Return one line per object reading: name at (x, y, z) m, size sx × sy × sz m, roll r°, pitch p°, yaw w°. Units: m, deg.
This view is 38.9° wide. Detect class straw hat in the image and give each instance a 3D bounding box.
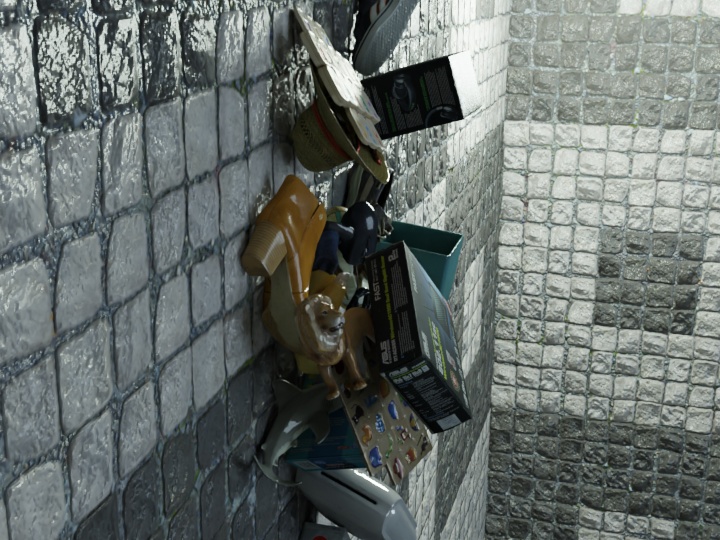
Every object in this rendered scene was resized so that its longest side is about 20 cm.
straw hat at (-0.045, -0.170, 1.297) m, size 0.202 × 0.085 × 0.202 m, roll 56°, pitch 15°, yaw -22°

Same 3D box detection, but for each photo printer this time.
photo printer at (-0.006, 0.339, 1.485) m, size 0.070 × 0.165 × 0.200 m, roll -57°, pitch 156°, yaw -18°

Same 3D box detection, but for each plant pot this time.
plant pot at (0.089, 0.035, 1.806) m, size 0.141 × 0.140 × 0.202 m, roll -47°, pitch 147°, yaw -66°

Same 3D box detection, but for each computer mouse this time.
computer mouse at (0.000, 0.000, 1.444) m, size 0.058 × 0.034 × 0.202 m, roll -18°, pitch 119°, yaw -36°

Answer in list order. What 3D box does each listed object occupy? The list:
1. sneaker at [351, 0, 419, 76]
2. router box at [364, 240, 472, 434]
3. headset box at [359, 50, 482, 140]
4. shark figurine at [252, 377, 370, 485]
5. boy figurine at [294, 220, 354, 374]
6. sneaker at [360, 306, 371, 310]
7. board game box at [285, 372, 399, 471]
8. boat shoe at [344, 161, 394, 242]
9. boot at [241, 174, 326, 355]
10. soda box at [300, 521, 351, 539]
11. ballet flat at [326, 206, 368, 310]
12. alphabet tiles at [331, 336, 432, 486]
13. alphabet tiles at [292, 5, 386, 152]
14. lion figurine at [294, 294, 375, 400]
sneaker at (0.031, -0.399, 1.571) m, size 0.201 × 0.079 × 0.078 m, roll -59°, pitch 156°, yaw -3°
router box at (0.073, 0.084, 1.303) m, size 0.150 × 0.062 × 0.201 m, roll 51°, pitch 22°, yaw -41°
headset box at (0.064, -0.252, 1.507) m, size 0.174 × 0.198 × 0.094 m, roll -44°, pitch 120°, yaw -69°
shark figurine at (-0.096, 0.190, 1.314) m, size 0.214 × 0.127 × 0.090 m, roll -44°, pitch 114°, yaw -42°
boy figurine at (-0.048, 0.036, 1.345) m, size 0.124 × 0.064 × 0.202 m, roll -31°, pitch -128°, yaw 55°
sneaker at (0.011, 0.155, 1.499) m, size 0.079 × 0.073 × 0.202 m, roll 47°, pitch 44°, yaw -45°
board game box at (-0.015, 0.172, 1.409) m, size 0.047 × 0.150 × 0.202 m, roll 36°, pitch 55°, yaw -38°
boat shoe at (0.012, -0.079, 1.584) m, size 0.075 × 0.072 × 0.202 m, roll 48°, pitch 49°, yaw -70°
boot at (-0.074, -0.006, 1.266) m, size 0.145 × 0.070 × 0.202 m, roll -60°, pitch 145°, yaw -35°
soda box at (-0.042, 0.458, 1.566) m, size 0.201 × 0.067 × 0.064 m, roll 74°, pitch 25°, yaw -52°
ballet flat at (-0.018, 0.001, 1.498) m, size 0.071 × 0.070 × 0.202 m, roll -68°, pitch 154°, yaw -47°
alphabet tiles at (0.036, 0.171, 1.347) m, size 0.167 × 0.007 × 0.202 m, roll -34°, pitch 107°, yaw -49°
alphabet tiles at (-0.023, -0.246, 1.316) m, size 0.197 × 0.014 × 0.200 m, roll 64°, pitch 13°, yaw 7°
lion figurine at (-0.017, 0.082, 1.253) m, size 0.124 × 0.072 × 0.200 m, roll 70°, pitch 18°, yaw 1°
